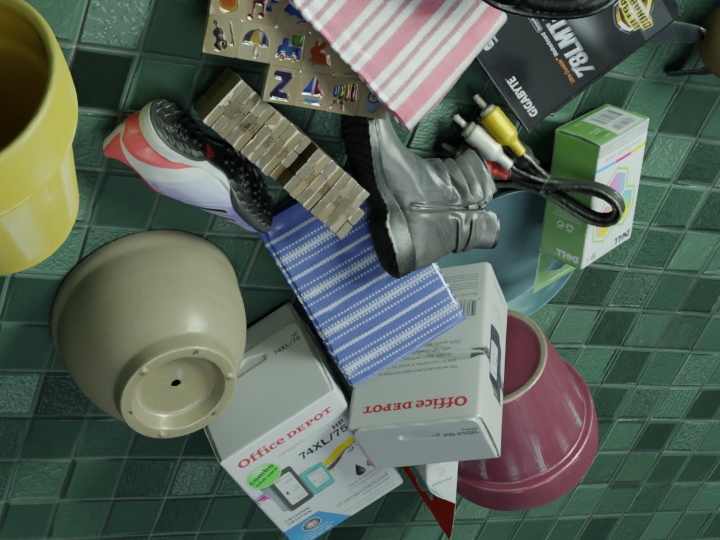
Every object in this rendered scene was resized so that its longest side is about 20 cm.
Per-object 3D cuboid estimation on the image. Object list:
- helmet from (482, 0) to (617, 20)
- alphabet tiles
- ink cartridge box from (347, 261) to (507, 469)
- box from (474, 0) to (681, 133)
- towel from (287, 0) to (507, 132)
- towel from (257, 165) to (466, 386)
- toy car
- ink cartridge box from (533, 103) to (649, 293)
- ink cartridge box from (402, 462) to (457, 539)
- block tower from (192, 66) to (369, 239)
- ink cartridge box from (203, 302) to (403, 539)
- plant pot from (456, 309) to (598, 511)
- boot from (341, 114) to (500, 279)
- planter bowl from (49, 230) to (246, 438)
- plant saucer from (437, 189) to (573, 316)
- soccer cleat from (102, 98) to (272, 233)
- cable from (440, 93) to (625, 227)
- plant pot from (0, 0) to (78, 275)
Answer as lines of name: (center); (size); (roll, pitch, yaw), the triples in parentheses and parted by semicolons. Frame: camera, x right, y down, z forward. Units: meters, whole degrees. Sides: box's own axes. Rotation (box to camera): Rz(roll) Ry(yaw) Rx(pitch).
helmet: (0.163, -0.333, 1.153); (0.198, 0.193, 0.201); (3, 152, 2)
alphabet tiles: (-0.044, -0.231, 1.219); (0.198, 0.008, 0.169); (5, 105, -30)
ink cartridge box: (0.075, 0.101, 1.439); (0.143, 0.201, 0.085); (-8, 139, 19)
box: (0.194, -0.263, 1.330); (0.198, 0.050, 0.200); (-38, 134, 5)
towel: (0.029, -0.243, 1.219); (0.146, 0.030, 0.200); (-47, 118, -4)
towel: (0.000, 0.000, 1.391); (0.144, 0.024, 0.201); (-31, 97, -3)
toy car: (0.404, -0.258, 1.409); (0.198, 0.159, 0.164); (-16, 149, 22)
ink cartridge box: (0.250, -0.068, 1.469); (0.103, 0.059, 0.202); (-28, 132, -43)
ink cartridge box: (0.054, 0.200, 1.572); (0.050, 0.163, 0.201); (-16, 134, -21)
block tower: (-0.073, -0.113, 1.291); (0.054, 0.058, 0.200); (-47, 128, 3)
ink cartridge box: (-0.074, 0.172, 1.490); (0.146, 0.146, 0.200); (-32, 135, 1)
plant pot: (0.165, 0.147, 1.549); (0.199, 0.201, 0.180); (-27, 140, -4)
boot: (0.063, -0.102, 1.357); (0.131, 0.070, 0.202); (-21, 109, -19)
planter bowl: (-0.199, 0.080, 1.355); (0.198, 0.135, 0.202); (-14, 132, -16)
plant saucer: (0.160, -0.015, 1.538); (0.198, 0.028, 0.202); (-15, 133, -17)
soccer cleat: (-0.158, -0.090, 1.290); (0.073, 0.069, 0.200); (-22, 144, 25)
cable: (0.172, -0.092, 1.396); (0.097, 0.199, 0.050); (-56, 173, 36)
plant pot: (-0.318, -0.099, 1.112); (0.199, 0.202, 0.189); (-24, 151, -7)
